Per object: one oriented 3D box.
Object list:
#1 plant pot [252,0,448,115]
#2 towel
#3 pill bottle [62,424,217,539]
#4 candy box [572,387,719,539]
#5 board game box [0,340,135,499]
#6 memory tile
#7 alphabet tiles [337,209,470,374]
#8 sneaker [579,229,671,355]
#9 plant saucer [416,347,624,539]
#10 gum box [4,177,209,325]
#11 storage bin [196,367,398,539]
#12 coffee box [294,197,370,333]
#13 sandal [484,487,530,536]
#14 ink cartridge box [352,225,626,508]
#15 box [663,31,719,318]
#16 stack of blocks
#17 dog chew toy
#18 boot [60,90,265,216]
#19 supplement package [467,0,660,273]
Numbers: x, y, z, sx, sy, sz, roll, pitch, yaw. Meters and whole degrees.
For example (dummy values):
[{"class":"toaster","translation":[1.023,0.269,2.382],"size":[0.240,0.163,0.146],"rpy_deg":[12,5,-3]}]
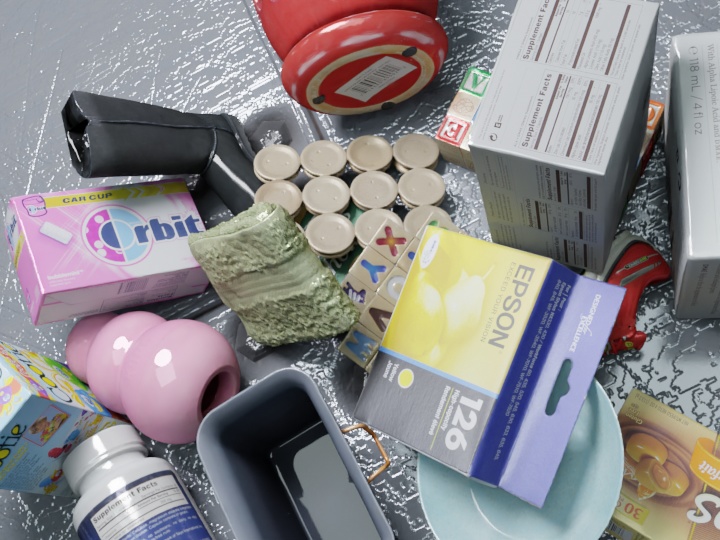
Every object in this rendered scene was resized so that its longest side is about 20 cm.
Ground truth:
[{"class":"plant pot","translation":[-0.012,-0.276,0.970],"size":[0.199,0.200,0.184],"rpy_deg":[-15,73,10]},{"class":"towel","translation":[-0.090,0.011,0.896],"size":[0.036,0.200,0.149],"rpy_deg":[-45,107,-29]},{"class":"pill bottle","translation":[-0.209,0.255,0.905],"size":[0.111,0.111,0.200],"rpy_deg":[-38,67,1]},{"class":"candy box","translation":[0.295,0.204,0.802],"size":[0.199,0.055,0.116],"rpy_deg":[30,69,21]},{"class":"board game box","translation":[-0.332,0.147,0.924],"size":[0.103,0.200,0.105],"rpy_deg":[38,85,22]},{"class":"memory tile","translation":[-0.010,-0.077,0.957],"size":[0.198,0.017,0.154],"rpy_deg":[-5,55,-4]},{"class":"alphabet tiles","translation":[0.078,0.047,0.905],"size":[0.199,0.006,0.167],"rpy_deg":[36,84,-2]},{"class":"sneaker","translation":[0.221,0.055,0.869],"size":[0.085,0.077,0.200],"rpy_deg":[36,83,10]},{"class":"plant saucer","translation":[0.140,0.167,0.808],"size":[0.200,0.039,0.202],"rpy_deg":[-16,64,35]},{"class":"gum box","translation":[-0.254,-0.025,0.975],"size":[0.199,0.066,0.114],"rpy_deg":[-11,65,-33]},{"class":"storage bin","translation":[-0.036,0.202,0.862],"size":[0.145,0.134,0.201],"rpy_deg":[-32,69,4]},{"class":"coffee box","translation":[0.000,0.000,0.962],"size":[0.200,0.044,0.123],"rpy_deg":[37,84,22]},{"class":"sandal","translation":[0.150,0.207,0.850],"size":[0.079,0.059,0.208],"rpy_deg":[14,78,19]},{"class":"ink cartridge box","translation":[0.105,0.076,0.819],"size":[0.199,0.047,0.199],"rpy_deg":[17,83,45]},{"class":"box","translation":[0.338,-0.076,0.810],"size":[0.130,0.200,0.200],"rpy_deg":[-3,72,15]},{"class":"stack of blocks","translation":[0.191,-0.139,0.946],"size":[0.199,0.059,0.116],"rpy_deg":[24,81,21]},{"class":"dog chew toy","translation":[-0.222,0.098,0.957],"size":[0.199,0.125,0.125],"rpy_deg":[17,78,27]},{"class":"boot","translation":[-0.195,-0.108,0.967],"size":[0.066,0.199,0.165],"rpy_deg":[-51,57,30]},{"class":"supplement package","translation":[0.176,-0.115,0.798],"size":[0.110,0.200,0.157],"rpy_deg":[16,73,19]}]
